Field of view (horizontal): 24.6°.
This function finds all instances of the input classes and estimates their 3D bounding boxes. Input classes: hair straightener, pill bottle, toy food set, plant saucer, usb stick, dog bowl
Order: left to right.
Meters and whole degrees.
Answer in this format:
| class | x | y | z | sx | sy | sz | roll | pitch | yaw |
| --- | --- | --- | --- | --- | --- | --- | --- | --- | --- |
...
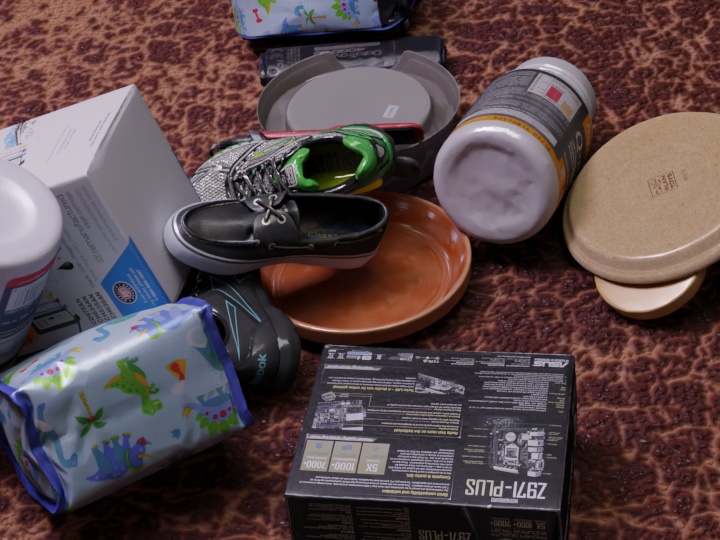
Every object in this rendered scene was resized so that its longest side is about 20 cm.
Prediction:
| class | x | y | z | sx | sy | sz | roll | pitch | yaw |
| --- | --- | --- | --- | --- | --- | --- | --- | --- | --- |
| pill bottle | -0.312 | 0.019 | 1.283 | 0.119 | 0.201 | 0.120 | 16 | 42 | -15 |
| hair straightener | -0.042 | -0.097 | 1.504 | 0.198 | 0.041 | 0.078 | 2 | 69 | 6 |
| usb stick | -0.007 | -0.219 | 1.732 | 0.198 | 0.033 | 0.056 | -4 | 45 | 2 |
| plant saucer | 0.000 | 0.000 | 1.459 | 0.198 | 0.033 | 0.201 | -5 | 38 | 4 |
| dog bowl | 0.000 | -0.143 | 1.615 | 0.198 | 0.059 | 0.201 | -4 | 40 | 3 |
| pill bottle | 0.148 | -0.116 | 1.505 | 0.115 | 0.117 | 0.200 | 10 | 31 | 19 |
| toy food set | 0.272 | -0.060 | 1.434 | 0.197 | 0.049 | 0.200 | -33 | 40 | 3 |

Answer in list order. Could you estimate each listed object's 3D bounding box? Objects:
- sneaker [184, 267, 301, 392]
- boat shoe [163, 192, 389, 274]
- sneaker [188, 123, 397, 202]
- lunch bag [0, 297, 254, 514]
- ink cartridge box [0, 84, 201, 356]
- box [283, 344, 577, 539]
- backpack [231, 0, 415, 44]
| class | x | y | z | sx | sy | sz | roll | pitch | yaw |
| --- | --- | --- | --- | --- | --- | --- | --- | --- | --- |
| sneaker | -0.119 | 0.025 | 1.392 | 0.079 | 0.076 | 0.200 | 1 | 32 | -31 |
| boat shoe | -0.068 | -0.040 | 1.390 | 0.198 | 0.057 | 0.069 | -1 | 55 | -29 |
| sneaker | -0.070 | -0.087 | 1.456 | 0.198 | 0.079 | 0.085 | -17 | -1 | 12 |
| lunch bag | -0.198 | 0.101 | 1.290 | 0.169 | 0.128 | 0.200 | -23 | 12 | -20 |
| ink cartridge box | -0.259 | -0.036 | 1.401 | 0.199 | 0.148 | 0.145 | -16 | 32 | 22 |
| box | 0.058 | 0.143 | 1.228 | 0.198 | 0.087 | 0.164 | 1 | 39 | 10 |
| backpack | -0.044 | -0.333 | 1.781 | 0.198 | 0.148 | 0.183 | -6 | 25 | 12 |
